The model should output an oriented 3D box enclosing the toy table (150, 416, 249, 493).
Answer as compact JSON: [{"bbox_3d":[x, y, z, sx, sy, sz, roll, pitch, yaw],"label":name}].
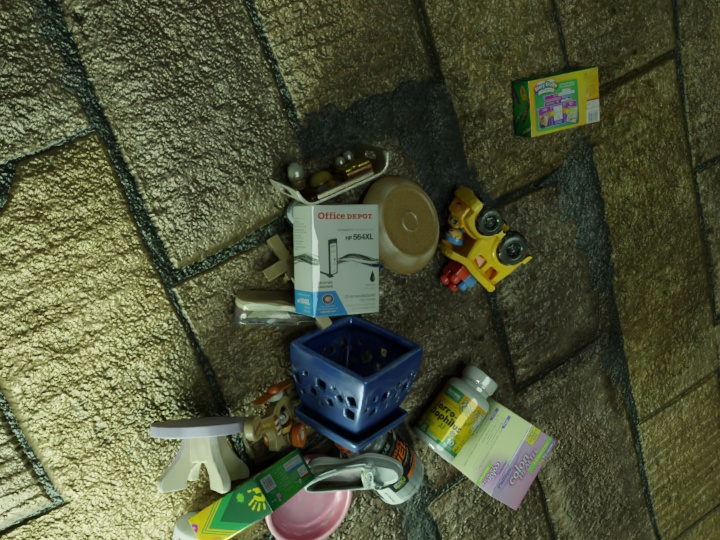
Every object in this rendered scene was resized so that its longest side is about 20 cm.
[{"bbox_3d":[-0.295,0.340,1.477,0.197,0.183,0.120,0,87,-26],"label":"toy table"}]

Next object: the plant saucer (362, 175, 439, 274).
[{"bbox_3d":[0.091,-0.096,1.590,0.197,0.035,0.204,7,78,-34],"label":"plant saucer"}]

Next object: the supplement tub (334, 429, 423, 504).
[{"bbox_3d":[0.038,0.393,1.681,0.123,0.122,0.200,-47,119,-9],"label":"supplement tub"}]

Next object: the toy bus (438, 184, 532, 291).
[{"bbox_3d":[0.233,-0.050,1.678,0.192,0.136,0.200,-44,117,7],"label":"toy bus"}]

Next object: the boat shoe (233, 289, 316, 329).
[{"bbox_3d":[-0.156,0.081,1.534,0.197,0.072,0.066,6,115,-35],"label":"boat shoe"}]

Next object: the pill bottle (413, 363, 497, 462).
[{"bbox_3d":[0.215,0.312,1.759,0.113,0.112,0.201,41,83,-29],"label":"pill bottle"}]

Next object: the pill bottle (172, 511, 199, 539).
[{"bbox_3d":[-0.325,0.590,1.549,0.110,0.111,0.204,8,99,-29],"label":"pill bottle"}]

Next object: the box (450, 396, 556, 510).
[{"bbox_3d":[0.308,0.400,1.780,0.096,0.199,0.178,34,86,-29],"label":"box"}]

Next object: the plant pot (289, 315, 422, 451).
[{"bbox_3d":[-0.013,0.223,1.546,0.199,0.198,0.183,-21,123,-48],"label":"plant pot"}]

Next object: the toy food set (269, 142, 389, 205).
[{"bbox_3d":[-0.058,-0.188,1.469,0.198,0.143,0.061,-26,113,-19],"label":"toy food set"}]

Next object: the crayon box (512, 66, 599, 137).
[{"bbox_3d":[0.429,-0.370,1.725,0.197,0.058,0.121,-16,109,-23],"label":"crayon box"}]

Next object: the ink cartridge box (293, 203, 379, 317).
[{"bbox_3d":[-0.044,-0.023,1.469,0.144,0.084,0.204,-3,95,-28],"label":"ink cartridge box"}]

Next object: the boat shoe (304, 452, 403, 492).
[{"bbox_3d":[-0.014,0.413,1.582,0.198,0.065,0.076,-1,122,7],"label":"boat shoe"}]

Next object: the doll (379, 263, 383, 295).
[{"bbox_3d":[0.000,0.000,1.600,0.136,0.048,0.200,44,82,-16],"label":"doll"}]

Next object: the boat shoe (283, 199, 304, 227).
[{"bbox_3d":[-0.067,-0.070,1.535,0.199,0.056,0.069,41,75,-23],"label":"boat shoe"}]

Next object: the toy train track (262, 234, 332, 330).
[{"bbox_3d":[-0.120,0.026,1.517,0.114,0.032,0.202,-31,87,-33],"label":"toy train track"}]

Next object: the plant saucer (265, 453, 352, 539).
[{"bbox_3d":[-0.113,0.477,1.665,0.197,0.051,0.205,-7,105,-25],"label":"plant saucer"}]

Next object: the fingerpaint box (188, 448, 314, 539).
[{"bbox_3d":[-0.200,0.431,1.492,0.166,0.200,0.074,-34,82,17],"label":"fingerpaint box"}]

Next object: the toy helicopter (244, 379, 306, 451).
[{"bbox_3d":[-0.172,0.283,1.527,0.077,0.200,0.135,-2,87,18],"label":"toy helicopter"}]
